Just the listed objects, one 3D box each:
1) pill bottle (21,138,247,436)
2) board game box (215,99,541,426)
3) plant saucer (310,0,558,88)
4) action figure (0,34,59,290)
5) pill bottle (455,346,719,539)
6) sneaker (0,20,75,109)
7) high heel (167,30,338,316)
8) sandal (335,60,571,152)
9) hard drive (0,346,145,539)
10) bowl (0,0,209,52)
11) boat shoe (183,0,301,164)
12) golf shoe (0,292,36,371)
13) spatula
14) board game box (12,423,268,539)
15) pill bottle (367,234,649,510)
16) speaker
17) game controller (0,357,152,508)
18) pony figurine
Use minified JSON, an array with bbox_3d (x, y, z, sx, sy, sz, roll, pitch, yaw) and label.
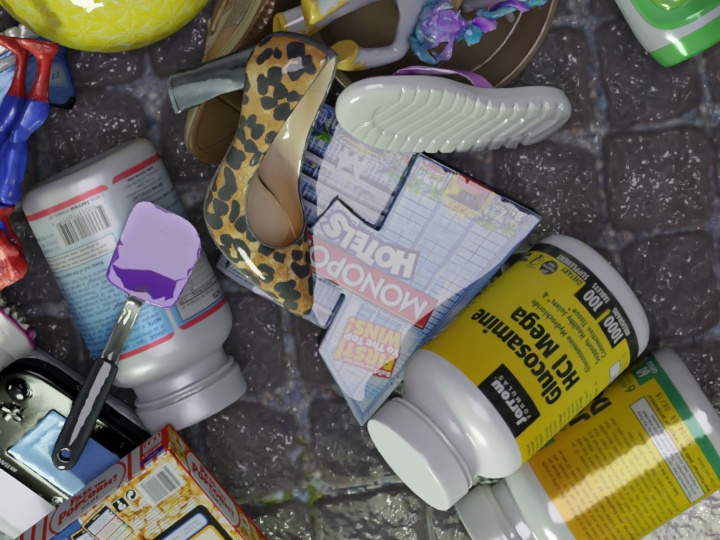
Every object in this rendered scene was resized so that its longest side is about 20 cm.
[{"bbox_3d":[-0.160,0.013,1.474,0.108,0.109,0.201,-23,99,2],"label":"pill bottle"},{"bbox_3d":[0.000,0.000,1.499,0.199,0.062,0.201,27,96,-5],"label":"board game box"},{"bbox_3d":[0.050,-0.211,1.458,0.198,0.029,0.202,-7,111,-18],"label":"plant saucer"},{"bbox_3d":[-0.273,-0.065,1.405,0.098,0.065,0.202,3,96,-36],"label":"action figure"},{"bbox_3d":[0.175,0.154,1.500,0.199,0.113,0.113,-33,98,4],"label":"pill bottle"},{"bbox_3d":[-0.299,-0.109,1.469,0.199,0.079,0.090,-23,96,2],"label":"sneaker"},{"bbox_3d":[-0.043,-0.063,1.391,0.142,0.071,0.201,-12,109,40],"label":"high heel"},{"bbox_3d":[0.061,-0.122,1.444,0.202,0.082,0.050,4,59,-38],"label":"sandal"},{"bbox_3d":[-0.269,0.121,1.529,0.199,0.025,0.132,33,96,-5],"label":"hard drive"},{"bbox_3d":[-0.176,-0.262,1.408,0.198,0.108,0.202,1,84,-11],"label":"bowl"},{"bbox_3d":[-0.076,-0.173,1.473,0.071,0.064,0.201,27,93,-40],"label":"boat shoe"},{"bbox_3d":[-0.332,0.015,1.465,0.200,0.075,0.092,41,90,-3],"label":"golf shoe"},{"bbox_3d":[-0.171,0.051,1.415,0.056,0.021,0.201,24,102,-5],"label":"spatula"},{"bbox_3d":[-0.136,0.234,1.463,0.151,0.046,0.200,-36,109,6],"label":"board game box"},{"bbox_3d":[0.105,0.076,1.457,0.200,0.112,0.113,-41,98,-17],"label":"pill bottle"},{"bbox_3d":[0.201,-0.251,1.455,0.088,0.088,0.201,-31,98,3],"label":"speaker"},{"bbox_3d":[-0.197,0.143,1.480,0.200,0.042,0.104,38,117,-16],"label":"game controller"},{"bbox_3d":[0.046,-0.221,1.371,0.199,0.194,0.167,-15,55,-17],"label":"pony figurine"}]
